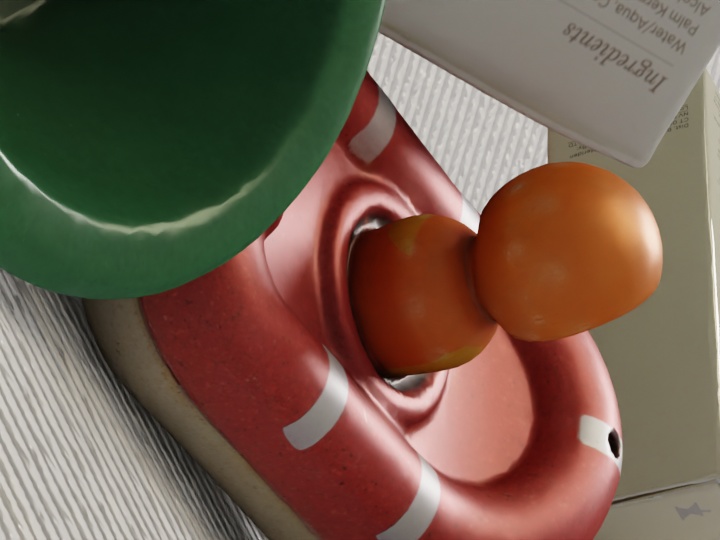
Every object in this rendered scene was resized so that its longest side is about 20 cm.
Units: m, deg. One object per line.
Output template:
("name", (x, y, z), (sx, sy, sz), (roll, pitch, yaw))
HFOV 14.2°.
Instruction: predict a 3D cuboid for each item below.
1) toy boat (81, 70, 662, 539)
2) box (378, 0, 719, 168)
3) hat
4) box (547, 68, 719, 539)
("toy boat", (0.022, 0.006, 0.794), (0.200, 0.131, 0.131), (50, 38, -41))
("box", (0.015, -0.168, 0.858), (0.200, 0.171, 0.199), (27, 9, -33))
("hat", (-0.107, -0.104, 0.723), (0.176, 0.200, 0.166), (12, 4, 42))
("box", (0.113, 0.026, 1.073), (0.082, 0.068, 0.200), (57, 27, -42))
